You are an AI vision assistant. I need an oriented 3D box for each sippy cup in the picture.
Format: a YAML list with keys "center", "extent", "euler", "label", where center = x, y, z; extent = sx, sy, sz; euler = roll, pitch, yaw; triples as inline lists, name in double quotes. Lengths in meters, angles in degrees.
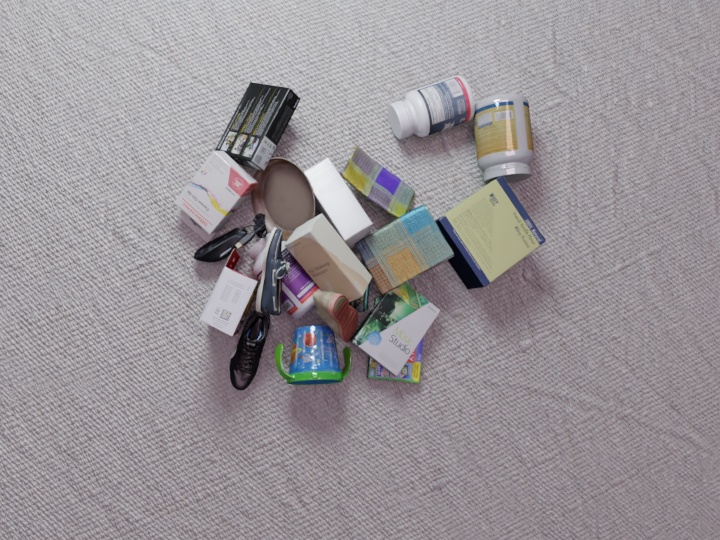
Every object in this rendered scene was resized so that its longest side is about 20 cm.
- center: [-0.110, 0.203, 1.469]
  extent: [0.138, 0.178, 0.132]
  euler: [-7, 74, 19]
  label: "sippy cup"

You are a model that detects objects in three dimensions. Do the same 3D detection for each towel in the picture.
- center: [0.046, -0.217, 1.527]
  extent: [0.199, 0.023, 0.144]
  euler: [38, 40, -7]
  label: "towel"
- center: [0.105, -0.051, 1.476]
  extent: [0.199, 0.022, 0.148]
  euler: [-29, 85, 6]
  label: "towel"

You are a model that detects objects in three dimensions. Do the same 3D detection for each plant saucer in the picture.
- center: [-0.181, -0.172, 1.476]
  extent: [0.199, 0.032, 0.202]
  euler: [11, 112, 30]
  label: "plant saucer"

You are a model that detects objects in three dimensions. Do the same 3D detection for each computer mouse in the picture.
- center: [-0.300, -0.059, 1.453]
  extent: [0.199, 0.140, 0.046]
  euler: [-31, 113, -4]
  label: "computer mouse"

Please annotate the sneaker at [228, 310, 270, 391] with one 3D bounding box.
- center: [-0.267, 0.188, 1.449]
  extent: [0.072, 0.112, 0.202]
  euler: [16, 84, -6]
  label: "sneaker"

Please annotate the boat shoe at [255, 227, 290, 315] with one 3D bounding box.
- center: [-0.191, 0.005, 1.381]
  extent: [0.061, 0.075, 0.202]
  euler: [12, 99, 5]
  label: "boat shoe"

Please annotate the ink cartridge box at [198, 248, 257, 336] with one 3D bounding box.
- center: [-0.287, 0.053, 1.411]
  extent: [0.083, 0.200, 0.177]
  euler: [25, 84, -6]
  label: "ink cartridge box"

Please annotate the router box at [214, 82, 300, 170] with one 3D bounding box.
- center: [-0.249, -0.351, 1.481]
  extent: [0.148, 0.051, 0.201]
  euler: [21, 81, 37]
  label: "router box"

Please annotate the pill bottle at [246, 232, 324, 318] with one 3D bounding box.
- center: [-0.179, 0.010, 1.476]
  extent: [0.112, 0.112, 0.200]
  euler: [-41, 92, -9]
  label: "pill bottle"

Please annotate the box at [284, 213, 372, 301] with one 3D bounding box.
- center: [-0.073, -0.021, 1.427]
  extent: [0.200, 0.095, 0.078]
  euler: [50, 38, -18]
  label: "box"

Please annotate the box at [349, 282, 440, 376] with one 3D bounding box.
- center: [0.087, 0.135, 1.505]
  extent: [0.144, 0.036, 0.201]
  euler: [38, 77, -12]
  label: "box"

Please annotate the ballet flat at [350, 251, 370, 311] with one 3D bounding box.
- center: [0.000, 0.000, 1.529]
  extent: [0.073, 0.074, 0.202]
  euler: [12, 81, -7]
  label: "ballet flat"

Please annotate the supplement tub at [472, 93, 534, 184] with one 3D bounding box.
- center: [0.365, -0.332, 1.564]
  extent: [0.143, 0.145, 0.202]
  euler: [-4, 86, -9]
  label: "supplement tub"

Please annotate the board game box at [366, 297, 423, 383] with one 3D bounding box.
- center: [0.091, 0.175, 1.546]
  extent: [0.133, 0.029, 0.202]
  euler: [6, 85, -7]
  label: "board game box"

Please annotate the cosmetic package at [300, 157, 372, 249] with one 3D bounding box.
- center: [-0.059, -0.157, 1.492]
  extent: [0.084, 0.108, 0.201]
  euler: [-33, 81, -10]
  label: "cosmetic package"

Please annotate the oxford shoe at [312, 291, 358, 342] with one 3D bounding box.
- center: [-0.057, 0.103, 1.435]
  extent: [0.073, 0.201, 0.071]
  euler: [21, 63, 25]
  label: "oxford shoe"

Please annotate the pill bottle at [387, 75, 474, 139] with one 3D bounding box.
- center: [0.176, -0.407, 1.555]
  extent: [0.198, 0.120, 0.121]
  euler: [-21, 89, -9]
  label: "pill bottle"

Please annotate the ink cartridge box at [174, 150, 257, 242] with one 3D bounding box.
- center: [-0.354, -0.169, 1.454]
  extent: [0.116, 0.068, 0.200]
  euler: [41, 104, -3]
  label: "ink cartridge box"

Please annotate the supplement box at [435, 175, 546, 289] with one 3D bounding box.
- center: [0.312, -0.092, 1.544]
  extent: [0.199, 0.134, 0.201]
  euler: [-35, 91, -9]
  label: "supplement box"
